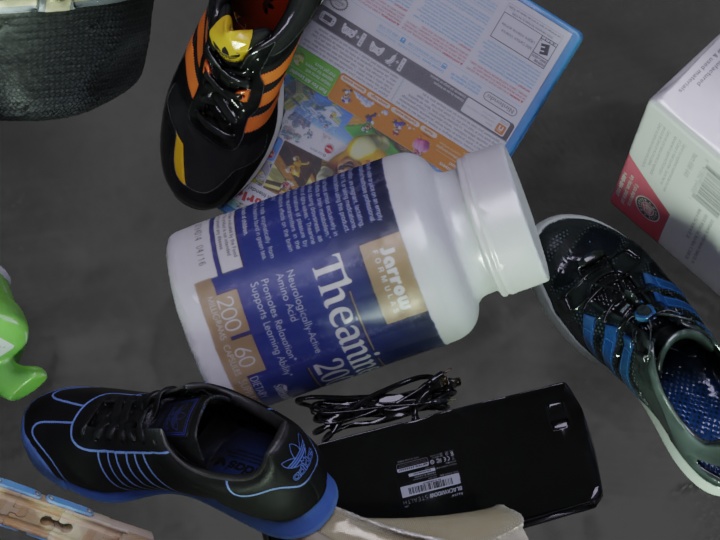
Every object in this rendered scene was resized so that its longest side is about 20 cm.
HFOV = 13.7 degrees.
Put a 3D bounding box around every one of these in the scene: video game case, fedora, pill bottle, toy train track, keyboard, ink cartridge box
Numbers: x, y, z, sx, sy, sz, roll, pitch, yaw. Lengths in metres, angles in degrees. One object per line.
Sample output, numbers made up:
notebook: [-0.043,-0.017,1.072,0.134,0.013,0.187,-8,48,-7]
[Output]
video game case: [0.019,-0.089,1.746,0.143,0.018,0.201,33,98,8]
fedora: [-0.192,-0.140,1.748,0.199,0.201,0.092,-4,104,-6]
pill bottle: [0.000,0.000,1.683,0.199,0.111,0.111,-19,70,6]
toy train track: [-0.201,0.131,1.632,0.199,0.115,0.033,22,27,-28]
keyboard: [0.034,0.109,1.718,0.199,0.040,0.105,-13,93,-10]
ink cartridge box: [0.253,-0.028,1.721,0.200,0.146,0.085,43,71,12]

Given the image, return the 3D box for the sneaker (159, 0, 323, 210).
sneaker: [-0.072,-0.122,1.698,0.070,0.090,0.201,29,109,9]

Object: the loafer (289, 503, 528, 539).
loafer: [0.058,0.162,1.670,0.199,0.076,0.069,18,74,-8]

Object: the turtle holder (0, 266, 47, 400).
turtle holder: [-0.276,0.039,1.672,0.140,0.186,0.132,-1,54,-42]

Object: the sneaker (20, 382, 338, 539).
sneaker: [-0.108,0.090,1.652,0.199,0.078,0.070,10,58,25]

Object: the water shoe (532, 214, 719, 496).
water shoe: [0.173,0.036,1.725,0.071,0.079,0.200,-36,75,-17]
